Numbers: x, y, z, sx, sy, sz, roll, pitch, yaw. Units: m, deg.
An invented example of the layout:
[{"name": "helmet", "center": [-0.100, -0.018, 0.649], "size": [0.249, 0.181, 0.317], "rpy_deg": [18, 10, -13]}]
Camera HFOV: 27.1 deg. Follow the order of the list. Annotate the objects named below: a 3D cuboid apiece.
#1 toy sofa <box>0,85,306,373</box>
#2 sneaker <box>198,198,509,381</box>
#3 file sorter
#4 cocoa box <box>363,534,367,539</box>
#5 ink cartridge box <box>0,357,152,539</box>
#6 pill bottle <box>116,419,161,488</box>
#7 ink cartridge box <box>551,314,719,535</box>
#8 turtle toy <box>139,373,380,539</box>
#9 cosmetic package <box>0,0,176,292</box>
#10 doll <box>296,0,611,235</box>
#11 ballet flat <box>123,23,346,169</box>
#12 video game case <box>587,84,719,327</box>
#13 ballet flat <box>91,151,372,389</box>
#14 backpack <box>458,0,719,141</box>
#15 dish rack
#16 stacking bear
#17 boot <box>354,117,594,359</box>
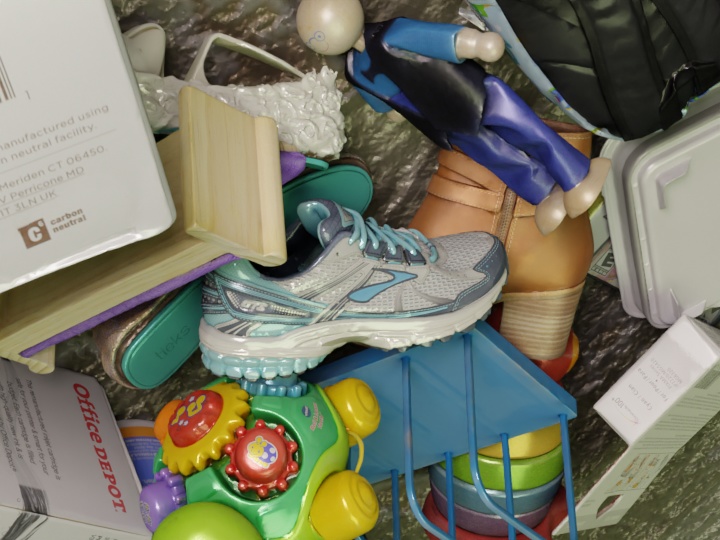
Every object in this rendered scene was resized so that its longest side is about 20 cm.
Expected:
[{"name": "toy sofa", "center": [-0.122, -0.013, 0.817], "size": [0.199, 0.084, 0.097], "rpy_deg": [-24, 148, 34]}, {"name": "sneaker", "center": [0.000, 0.000, 0.867], "size": [0.198, 0.077, 0.087], "rpy_deg": [-16, 116, -23]}, {"name": "file sorter", "center": [0.027, 0.138, 0.970], "size": [0.198, 0.124, 0.139], "rpy_deg": [-22, 141, 28]}, {"name": "cocoa box", "center": [-0.074, 0.289, 1.128], "size": [0.198, 0.132, 0.134], "rpy_deg": [-17, 134, -14]}, {"name": "ink cartridge box", "center": [-0.237, 0.115, 0.879], "size": [0.199, 0.147, 0.084], "rpy_deg": [22, 116, -39]}, {"name": "pill bottle", "center": [-0.136, 0.203, 0.972], "size": [0.111, 0.201, 0.113], "rpy_deg": [-14, 134, -15]}, {"name": "ink cartridge box", "center": [0.215, 0.117, 1.124], "size": [0.176, 0.045, 0.200], "rpy_deg": [-48, 159, 10]}, {"name": "turtle toy", "center": [-0.070, 0.128, 0.864], "size": [0.145, 0.201, 0.101], "rpy_deg": [-29, 122, 23]}, {"name": "cosmetic package", "center": [-0.200, -0.108, 0.666], "size": [0.166, 0.201, 0.168], "rpy_deg": [-21, 135, -9]}, {"name": "doll", "center": [0.051, -0.101, 0.860], "size": [0.199, 0.136, 0.049], "rpy_deg": [34, 68, -9]}, {"name": "ballet flat", "center": [-0.100, -0.102, 0.827], "size": [0.198, 0.072, 0.072], "rpy_deg": [7, 125, -24]}, {"name": "video game case", "center": [0.251, -0.050, 1.078], "size": [0.199, 0.026, 0.181], "rpy_deg": [23, 114, -40]}, {"name": "ballet flat", "center": [-0.083, -0.013, 0.900], "size": [0.199, 0.067, 0.068], "rpy_deg": [-38, 130, -13]}, {"name": "backpack", "center": [0.138, -0.171, 0.845], "size": [0.163, 0.154, 0.200], "rpy_deg": [-40, 114, 3]}, {"name": "dish rack", "center": [0.256, -0.047, 1.035], "size": [0.170, 0.044, 0.201], "rpy_deg": [-27, 137, -6]}, {"name": "stacking bear", "center": [0.107, 0.106, 1.084], "size": [0.112, 0.122, 0.202], "rpy_deg": [11, 119, 10]}, {"name": "boot", "center": [0.052, -0.030, 0.963], "size": [0.197, 0.074, 0.157], "rpy_deg": [4, 111, -3]}]
